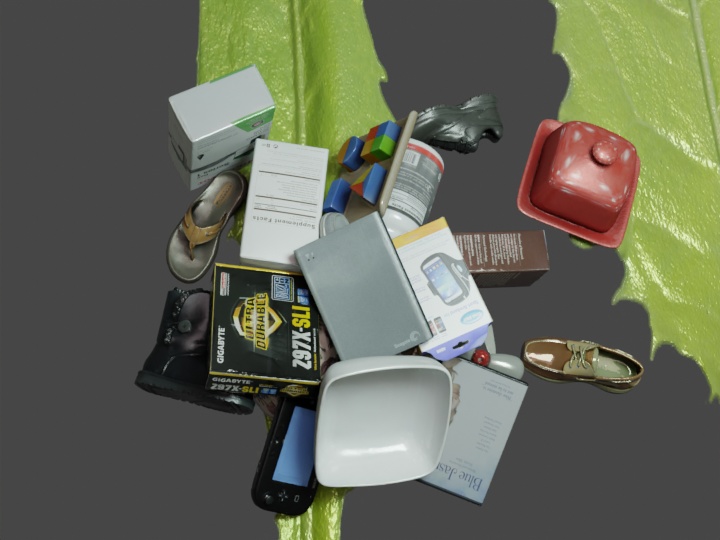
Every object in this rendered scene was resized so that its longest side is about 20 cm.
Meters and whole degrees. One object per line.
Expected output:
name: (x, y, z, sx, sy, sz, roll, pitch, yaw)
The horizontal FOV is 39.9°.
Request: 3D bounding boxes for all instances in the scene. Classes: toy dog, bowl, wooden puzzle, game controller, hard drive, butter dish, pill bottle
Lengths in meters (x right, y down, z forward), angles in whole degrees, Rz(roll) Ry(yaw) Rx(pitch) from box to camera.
toy dog: (0.150, 0.121, 1.553, 0.200, 0.096, 0.132, 44, 93, -4)
bowl: (0.025, 0.206, 1.424, 0.198, 0.201, 0.075, -2, 27, -16)
wooden puzzle: (0.001, -0.154, 1.565, 0.046, 0.200, 0.187, 28, 66, -24)
game controller: (-0.091, 0.255, 1.447, 0.104, 0.042, 0.202, 19, 86, -25)
hard drive: (0.005, 0.034, 1.445, 0.139, 0.033, 0.201, -24, 88, 12)
butter dish: (0.386, -0.170, 1.665, 0.198, 0.148, 0.201, 21, 68, -1)
pill bottle: (0.055, -0.103, 1.601, 0.115, 0.116, 0.201, 20, 69, -2)

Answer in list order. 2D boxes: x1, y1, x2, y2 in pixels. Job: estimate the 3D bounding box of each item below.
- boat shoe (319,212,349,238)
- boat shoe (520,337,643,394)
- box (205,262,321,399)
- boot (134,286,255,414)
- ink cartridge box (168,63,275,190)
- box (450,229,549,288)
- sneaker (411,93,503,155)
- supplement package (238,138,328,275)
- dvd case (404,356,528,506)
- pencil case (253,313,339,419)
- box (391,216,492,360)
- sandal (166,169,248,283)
boat shoe: (-0.001, 0.001, 1.497, 0.074, 0.064, 0.203, -5, 71, -58)
boat shoe: (0.357, 0.142, 1.584, 0.198, 0.074, 0.076, 10, 68, -6)
box: (-0.140, 0.086, 1.438, 0.158, 0.050, 0.201, 9, 47, -14)
boot: (-0.225, 0.113, 1.473, 0.199, 0.077, 0.169, 10, 68, 22)
ink cartridge box: (-0.220, -0.220, 1.554, 0.145, 0.200, 0.085, -26, 79, -17)
box: (0.193, -0.016, 1.599, 0.198, 0.100, 0.076, 0, 73, -10)
sneaker: (0.157, -0.238, 1.693, 0.198, 0.076, 0.091, -18, 81, -13)
supplement package: (-0.122, -0.085, 1.561, 0.119, 0.121, 0.202, 8, 69, -7)
dvd case: (0.153, 0.238, 1.502, 0.142, 0.018, 0.201, 21, 93, -2)
pencil case: (-0.087, 0.131, 1.511, 0.200, 0.078, 0.090, -46, 104, -20)
box: (0.112, 0.034, 1.486, 0.118, 0.042, 0.201, -22, 79, -6)
sandal: (-0.242, -0.076, 1.567, 0.081, 0.055, 0.201, 32, 78, 4)
